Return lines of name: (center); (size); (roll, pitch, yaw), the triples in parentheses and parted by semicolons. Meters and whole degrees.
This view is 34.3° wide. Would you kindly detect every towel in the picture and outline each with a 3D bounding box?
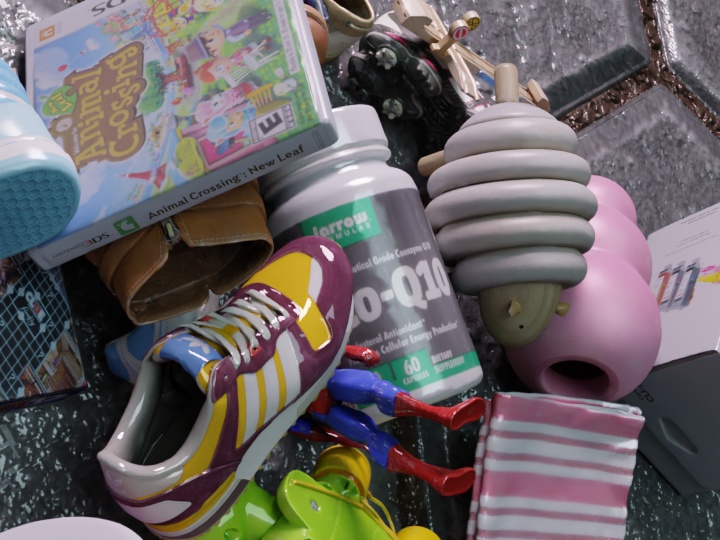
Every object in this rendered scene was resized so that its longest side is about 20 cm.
towel: (0.138, 0.193, 0.841); (0.144, 0.030, 0.204); (9, 86, -32)

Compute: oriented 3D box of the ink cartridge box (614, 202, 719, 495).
ink cartridge box: (0.311, 0.061, 0.986); (0.145, 0.144, 0.201); (44, 53, -16)

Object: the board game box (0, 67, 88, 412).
board game box: (-0.243, -0.016, 0.664); (0.134, 0.034, 0.203); (-7, 77, -39)

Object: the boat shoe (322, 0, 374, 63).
boat shoe: (-0.064, -0.253, 0.873); (0.073, 0.063, 0.202); (-39, 98, -40)

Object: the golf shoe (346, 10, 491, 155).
golf shoe: (0.080, -0.127, 0.931); (0.200, 0.077, 0.089); (46, 42, -16)

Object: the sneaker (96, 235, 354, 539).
sneaker: (-0.069, 0.050, 0.650); (0.202, 0.074, 0.091); (-60, 152, -23)

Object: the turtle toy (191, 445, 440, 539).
turtle toy: (-0.035, 0.183, 0.700); (0.200, 0.101, 0.146); (48, 25, -12)

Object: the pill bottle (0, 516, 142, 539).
pill bottle: (-0.131, 0.228, 0.542); (0.112, 0.111, 0.203); (-29, 122, -40)

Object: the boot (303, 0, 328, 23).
boot: (-0.111, -0.134, 0.773); (0.199, 0.090, 0.073); (-39, 98, -39)

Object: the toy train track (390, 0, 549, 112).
toy train track: (0.099, -0.172, 0.924); (0.199, 0.032, 0.116); (22, 36, -48)

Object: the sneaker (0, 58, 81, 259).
sneaker: (-0.257, -0.053, 0.606); (0.197, 0.080, 0.131); (-17, 56, -20)

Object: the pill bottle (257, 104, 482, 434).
pill bottle: (0.000, 0.000, 0.793); (0.112, 0.113, 0.203); (-15, 82, -40)

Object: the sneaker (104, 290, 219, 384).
sneaker: (-0.111, -0.016, 0.747); (0.071, 0.072, 0.202); (10, 53, 2)

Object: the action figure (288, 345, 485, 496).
action figure: (-0.013, 0.079, 0.711); (0.051, 0.198, 0.067); (-12, 111, -48)

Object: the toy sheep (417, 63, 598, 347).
toy sheep: (0.104, -0.047, 0.829); (0.136, 0.137, 0.204); (-2, 83, -37)

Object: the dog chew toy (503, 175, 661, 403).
dog chew toy: (0.179, 0.006, 0.928); (0.124, 0.124, 0.202); (34, 48, -22)

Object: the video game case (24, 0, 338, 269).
video game case: (-0.114, -0.111, 0.679); (0.022, 0.180, 0.202); (58, 13, -49)

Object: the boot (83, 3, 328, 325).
boot: (-0.078, -0.062, 0.685); (0.074, 0.199, 0.155); (50, 3, -42)
